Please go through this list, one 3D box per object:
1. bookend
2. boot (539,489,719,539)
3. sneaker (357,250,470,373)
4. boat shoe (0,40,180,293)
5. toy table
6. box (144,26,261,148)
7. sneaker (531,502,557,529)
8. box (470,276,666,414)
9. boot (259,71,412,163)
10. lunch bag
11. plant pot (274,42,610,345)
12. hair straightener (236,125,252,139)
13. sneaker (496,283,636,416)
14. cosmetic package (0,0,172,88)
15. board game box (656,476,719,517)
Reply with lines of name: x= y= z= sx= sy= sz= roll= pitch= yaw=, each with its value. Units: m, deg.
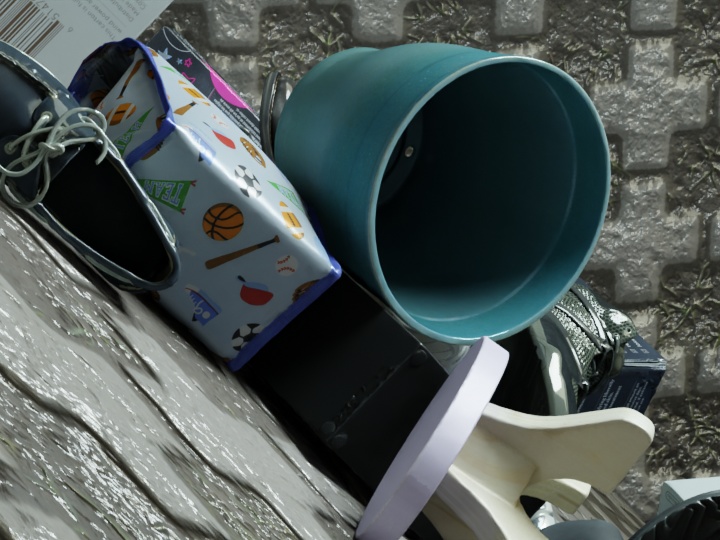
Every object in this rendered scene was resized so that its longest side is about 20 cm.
bookend: x=0.008 y=0.088 z=1.645 sx=0.200 sy=0.092 sz=0.199 roll=42 pitch=-4 yaw=47
boot: x=0.171 y=0.189 z=1.514 sx=0.077 sy=0.200 sz=0.168 roll=53 pitch=5 yaw=-11
sneaker: x=0.000 y=0.000 z=1.740 sx=0.199 sy=0.075 sz=0.081 roll=33 pitch=-18 yaw=8
boat shoe: x=-0.180 y=-0.063 z=1.386 sx=0.200 sy=0.075 sz=0.062 roll=53 pitch=-11 yaw=-19
toy table: x=0.083 y=0.134 z=1.441 sx=0.117 sy=0.184 sz=0.200 roll=34 pitch=36 yaw=-1
box: x=-0.135 y=-0.101 z=2.027 sx=0.200 sy=0.115 sz=0.132 roll=46 pitch=2 yaw=-5
sneaker: x=0.141 y=0.239 z=1.701 sx=0.116 sy=0.075 sz=0.200 roll=48 pitch=11 yaw=-31
box: x=0.102 y=0.066 z=1.896 sx=0.196 sy=0.124 sz=0.200 roll=5 pitch=29 yaw=-38
boot: x=0.020 y=-0.075 z=1.820 sx=0.069 sy=0.173 sz=0.201 roll=10 pitch=65 yaw=-82
lunch bag: x=-0.120 y=-0.054 z=1.564 sx=0.170 sy=0.124 sz=0.200 roll=45 pitch=12 yaw=-28
plant pot: x=0.039 y=-0.071 z=1.641 sx=0.200 sy=0.200 sz=0.188 roll=42 pitch=-9 yaw=-37
hair straightener: x=-0.071 y=-0.029 z=1.832 sx=0.077 sy=0.041 sz=0.201 roll=-93 pitch=161 yaw=-58
sneaker: x=0.157 y=0.073 z=1.722 sx=0.114 sy=0.076 sz=0.200 roll=14 pitch=33 yaw=-16
cosmetic package: x=-0.250 y=-0.236 z=1.820 sx=0.167 sy=0.166 sz=0.200 roll=43 pitch=2 yaw=-16
board game box: x=0.244 y=0.260 z=1.560 sx=0.064 sy=0.201 sz=0.148 roll=-2 pitch=24 yaw=-21
